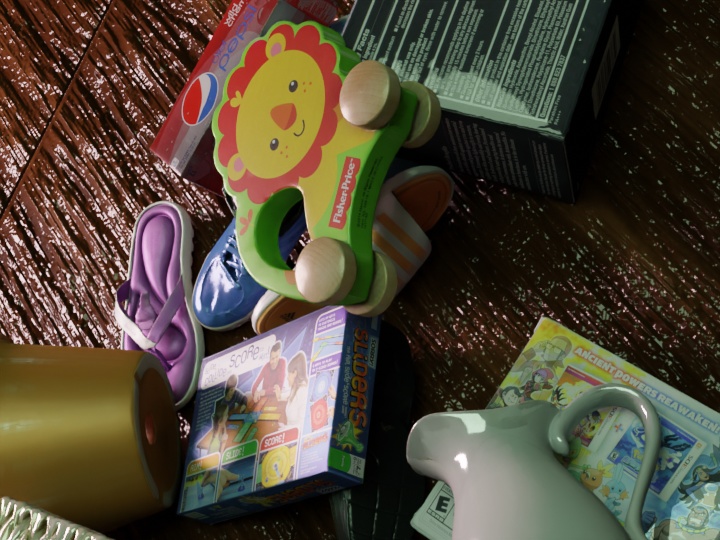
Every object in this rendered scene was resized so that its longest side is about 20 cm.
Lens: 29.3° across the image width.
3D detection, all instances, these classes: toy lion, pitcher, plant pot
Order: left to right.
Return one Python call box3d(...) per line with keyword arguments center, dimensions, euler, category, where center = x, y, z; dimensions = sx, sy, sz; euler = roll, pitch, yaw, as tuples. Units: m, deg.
box3d(center=(-0.247, 0.141, 1.104), dimensions=(0.181, 0.201, 0.202), euler=(-8, 61, 7), category="plant pot")
box3d(center=(-0.043, -0.082, 1.014), dimensions=(0.190, 0.068, 0.202), euler=(13, 89, 42), category="toy lion")
box3d(center=(0.133, 0.168, 0.876), dimensions=(0.170, 0.122, 0.201), euler=(-21, 46, 3), category="pitcher")

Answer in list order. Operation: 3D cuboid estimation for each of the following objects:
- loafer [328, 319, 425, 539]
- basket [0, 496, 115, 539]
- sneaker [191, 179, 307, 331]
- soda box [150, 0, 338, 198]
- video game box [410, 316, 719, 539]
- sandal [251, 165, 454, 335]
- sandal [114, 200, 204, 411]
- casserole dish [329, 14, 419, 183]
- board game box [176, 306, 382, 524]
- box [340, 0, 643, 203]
box3d(center=(0.004, 0.140, 1.043), dimensions=(0.072, 0.072, 0.202), euler=(-41, 38, 48), category="loafer")
box3d(center=(-0.194, 0.292, 0.982), dimensions=(0.160, 0.200, 0.200), euler=(13, 72, 34), category="basket")
box3d(center=(-0.091, -0.034, 1.126), dimensions=(0.200, 0.111, 0.077), euler=(-46, 69, 15), category="sneaker")
box3d(center=(-0.103, -0.170, 1.219), dimensions=(0.070, 0.063, 0.201), euler=(40, 102, 47), category="soda box")
box3d(center=(0.160, 0.155, 0.956), dimensions=(0.199, 0.047, 0.183), euler=(31, 85, 36), category="video game box")
box3d(center=(0.004, 0.003, 1.104), dimensions=(0.206, 0.079, 0.059), euler=(-42, 54, 14), category="sandal")
box3d(center=(-0.184, 0.028, 1.202), dimensions=(0.082, 0.050, 0.205), euler=(-20, 59, 21), category="sandal")
box3d(center=(-0.011, -0.150, 1.209), dimensions=(0.120, 0.039, 0.202), euler=(-21, 58, 18), category="casserole dish")
box3d(center=(-0.065, 0.111, 1.054), dimensions=(0.199, 0.034, 0.137), euler=(-23, 51, 47), category="board game box")
box3d(center=(0.104, -0.186, 1.094), dimensions=(0.196, 0.123, 0.202), euler=(16, 73, 19), category="box")
